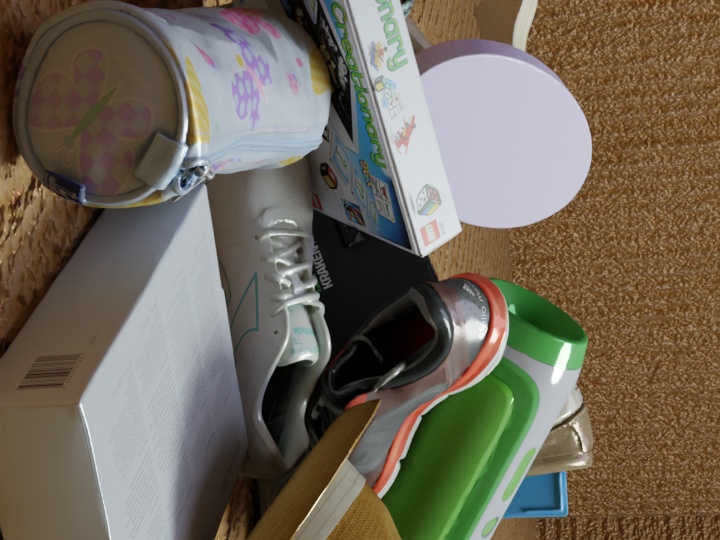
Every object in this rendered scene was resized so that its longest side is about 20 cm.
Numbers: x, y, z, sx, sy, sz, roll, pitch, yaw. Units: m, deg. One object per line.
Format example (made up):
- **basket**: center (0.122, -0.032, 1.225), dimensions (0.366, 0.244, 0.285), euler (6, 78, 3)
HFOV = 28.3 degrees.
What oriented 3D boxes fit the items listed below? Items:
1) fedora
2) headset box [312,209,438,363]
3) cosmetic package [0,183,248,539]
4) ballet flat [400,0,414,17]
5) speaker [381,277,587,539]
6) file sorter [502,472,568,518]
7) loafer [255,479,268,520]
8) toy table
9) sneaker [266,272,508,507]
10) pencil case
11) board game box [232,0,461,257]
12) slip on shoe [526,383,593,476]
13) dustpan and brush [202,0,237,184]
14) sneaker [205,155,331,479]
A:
- **fedora**: center (-0.025, 0.158, 0.711), dimensions (0.202, 0.081, 0.201), euler (-54, 176, -5)
- **headset box**: center (0.000, 0.000, 0.965), dimensions (0.200, 0.092, 0.176), euler (62, 5, -65)
- **cosmetic package**: center (-0.102, 0.071, 0.641), dimensions (0.201, 0.051, 0.153), euler (-73, 156, -62)
- **ballet flat**: center (-0.036, -0.216, 0.829), dimensions (0.200, 0.074, 0.075), euler (48, 31, -29)
- **speaker**: center (0.059, 0.109, 0.864), dimensions (0.202, 0.088, 0.088), euler (-64, 178, 17)
- **file sorter**: center (0.058, 0.116, 1.106), dimensions (0.123, 0.197, 0.141), euler (28, 59, -80)
- **loafer**: center (-0.032, 0.148, 0.951), dimensions (0.075, 0.069, 0.203), euler (51, 38, -73)
- **toy table**: center (0.078, -0.126, 1.050), dimensions (0.200, 0.183, 0.118), euler (46, 12, -47)
- **sneaker**: center (-0.005, 0.072, 0.812), dimensions (0.081, 0.201, 0.077), euler (10, 36, -50)
- **pencil case**: center (-0.077, -0.080, 0.660), dimensions (0.200, 0.090, 0.084), euler (-33, 145, -72)
- **board game box**: center (-0.017, -0.114, 0.770), dimensions (0.126, 0.034, 0.202), euler (26, -40, 51)
- **slip on shoe**: center (0.068, 0.137, 1.004), dimensions (0.076, 0.197, 0.061), euler (174, -104, -83)
- **dustpan and brush**: center (-0.070, -0.129, 0.848), dimensions (0.140, 0.056, 0.203), euler (70, 20, -58)
- **sneaker**: center (-0.045, 0.016, 0.787), dimensions (0.070, 0.080, 0.204), euler (2, 91, -35)
